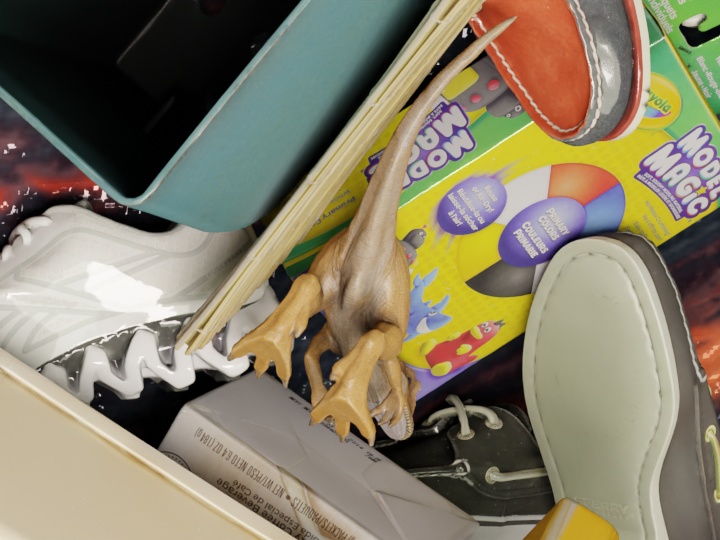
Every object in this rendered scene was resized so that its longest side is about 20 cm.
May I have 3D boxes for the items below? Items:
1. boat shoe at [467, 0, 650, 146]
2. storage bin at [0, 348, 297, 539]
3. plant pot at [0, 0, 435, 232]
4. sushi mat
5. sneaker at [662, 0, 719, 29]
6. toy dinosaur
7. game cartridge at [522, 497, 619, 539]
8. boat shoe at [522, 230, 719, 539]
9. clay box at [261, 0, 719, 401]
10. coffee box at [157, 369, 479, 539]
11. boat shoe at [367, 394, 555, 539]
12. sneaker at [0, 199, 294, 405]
[{"bbox_3d":[0.040,-0.133,0.976,0.063,0.071,0.200,-23,88,-45],"label":"boat shoe"},{"bbox_3d":[-0.109,0.170,0.960,0.200,0.094,0.199,33,117,-5],"label":"storage bin"},{"bbox_3d":[-0.055,-0.101,0.912,0.141,0.141,0.200,-50,166,2],"label":"plant pot"},{"bbox_3d":[0.002,-0.052,0.933,0.012,0.096,0.200,39,128,0],"label":"sushi mat"},{"bbox_3d":[0.180,-0.182,1.081,0.200,0.079,0.089,-34,129,-11],"label":"sneaker"},{"bbox_3d":[0.000,0.000,0.994,0.200,0.060,0.106,99,16,-49],"label":"toy dinosaur"},{"bbox_3d":[0.013,0.196,0.959,0.032,0.200,0.176,34,135,-3],"label":"game cartridge"},{"bbox_3d":[0.115,0.070,1.101,0.061,0.072,0.201,-32,125,-44],"label":"boat shoe"},{"bbox_3d":[0.071,-0.037,1.067,0.200,0.048,0.115,-33,141,7],"label":"clay box"},{"bbox_3d":[-0.057,0.156,1.063,0.200,0.114,0.080,-60,168,18],"label":"coffee box"},{"bbox_3d":[0.047,0.085,1.150,0.200,0.071,0.064,5,101,-35],"label":"boat shoe"},{"bbox_3d":[-0.129,0.020,1.015,0.200,0.075,0.081,-13,91,-16],"label":"sneaker"}]
